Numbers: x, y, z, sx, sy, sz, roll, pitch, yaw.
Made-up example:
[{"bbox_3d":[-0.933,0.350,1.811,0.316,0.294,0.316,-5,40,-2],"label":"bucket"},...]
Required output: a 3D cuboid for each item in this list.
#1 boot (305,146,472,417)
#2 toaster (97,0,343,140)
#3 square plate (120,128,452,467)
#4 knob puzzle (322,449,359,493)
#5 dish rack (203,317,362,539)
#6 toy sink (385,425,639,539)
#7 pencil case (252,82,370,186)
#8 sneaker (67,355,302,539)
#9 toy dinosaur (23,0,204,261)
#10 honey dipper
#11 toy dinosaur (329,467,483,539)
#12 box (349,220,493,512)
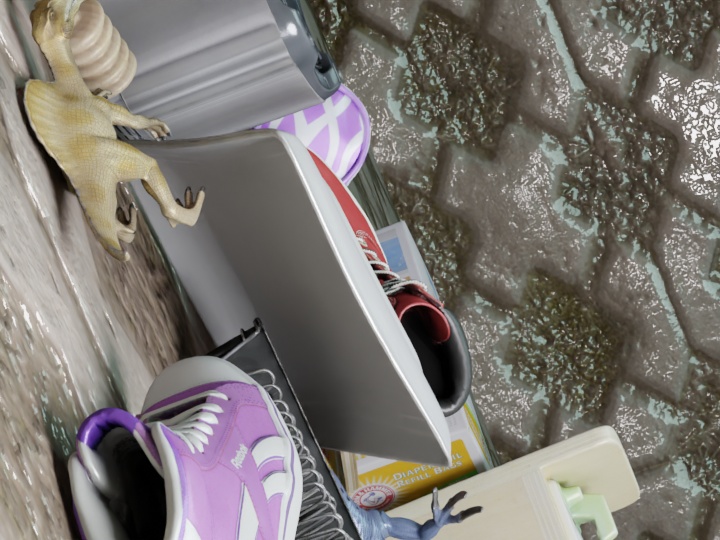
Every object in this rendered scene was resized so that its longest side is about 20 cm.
[{"bbox_3d":[0.000,0.000,1.211,0.200,0.072,0.144,63,-17,10],"label":"boot"},{"bbox_3d":[-0.093,-0.137,1.248,0.200,0.129,0.114,33,34,-82],"label":"toaster"},{"bbox_3d":[-0.039,0.010,1.150,0.198,0.028,0.200,1,-57,59],"label":"square plate"},{"bbox_3d":[-0.063,0.041,1.334,0.220,0.030,0.220,60,-6,11],"label":"knob puzzle"},{"bbox_3d":[-0.034,0.127,1.095,0.200,0.054,0.154,-118,-177,-70],"label":"dish rack"},{"bbox_3d":[0.108,0.210,1.468,0.130,0.200,0.112,60,9,-61],"label":"toy sink"},{"bbox_3d":[-0.051,-0.069,1.424,0.084,0.086,0.200,27,-14,-5],"label":"pencil case"},{"bbox_3d":[-0.075,0.076,0.883,0.201,0.073,0.114,-105,168,-55],"label":"sneaker"},{"bbox_3d":[-0.129,-0.050,1.048,0.101,0.058,0.200,39,25,-47],"label":"toy dinosaur"},{"bbox_3d":[-0.170,-0.159,1.082,0.200,0.038,0.038,58,11,-51],"label":"honey dipper"},{"bbox_3d":[-0.009,0.185,1.281,0.182,0.105,0.200,54,-30,-8],"label":"toy dinosaur"},{"bbox_3d":[0.017,0.083,1.541,0.101,0.112,0.200,64,7,-49],"label":"box"}]
